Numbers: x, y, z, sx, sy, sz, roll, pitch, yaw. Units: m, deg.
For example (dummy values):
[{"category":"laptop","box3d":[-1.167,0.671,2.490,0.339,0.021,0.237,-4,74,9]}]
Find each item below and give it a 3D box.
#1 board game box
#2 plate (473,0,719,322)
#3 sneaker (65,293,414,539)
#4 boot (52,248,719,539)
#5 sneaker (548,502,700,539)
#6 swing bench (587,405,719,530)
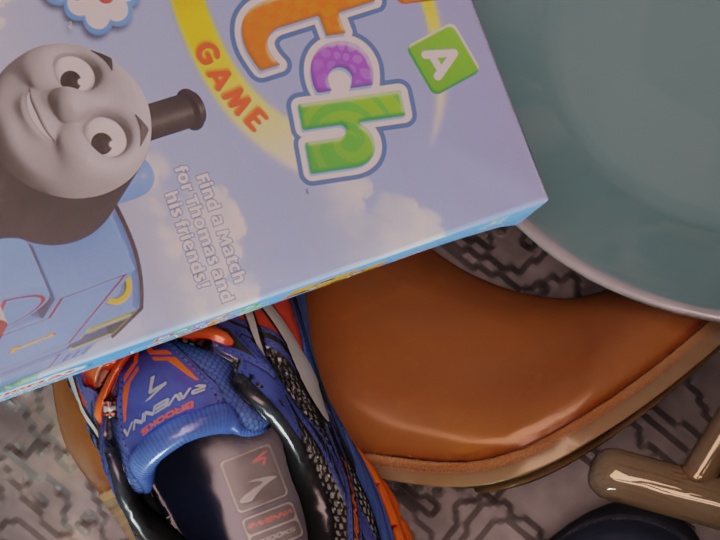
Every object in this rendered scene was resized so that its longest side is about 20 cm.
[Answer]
[{"category":"board game box","box3d":[-0.072,-0.053,0.673,0.200,0.037,0.151,-20,85,-15]},{"category":"plate","box3d":[0.121,-0.073,0.778,0.200,0.026,0.200,-4,66,8]},{"category":"sneaker","box3d":[-0.044,0.027,0.712,0.075,0.078,0.200,-32,84,8]},{"category":"boot","box3d":[0.000,0.000,0.778,0.200,0.074,0.155,-26,84,-3]},{"category":"sneaker","box3d":[0.036,0.154,0.765,0.070,0.082,0.200,36,89,3]},{"category":"swing bench","box3d":[0.168,0.069,0.630,0.200,0.199,0.130,33,96,1]}]
